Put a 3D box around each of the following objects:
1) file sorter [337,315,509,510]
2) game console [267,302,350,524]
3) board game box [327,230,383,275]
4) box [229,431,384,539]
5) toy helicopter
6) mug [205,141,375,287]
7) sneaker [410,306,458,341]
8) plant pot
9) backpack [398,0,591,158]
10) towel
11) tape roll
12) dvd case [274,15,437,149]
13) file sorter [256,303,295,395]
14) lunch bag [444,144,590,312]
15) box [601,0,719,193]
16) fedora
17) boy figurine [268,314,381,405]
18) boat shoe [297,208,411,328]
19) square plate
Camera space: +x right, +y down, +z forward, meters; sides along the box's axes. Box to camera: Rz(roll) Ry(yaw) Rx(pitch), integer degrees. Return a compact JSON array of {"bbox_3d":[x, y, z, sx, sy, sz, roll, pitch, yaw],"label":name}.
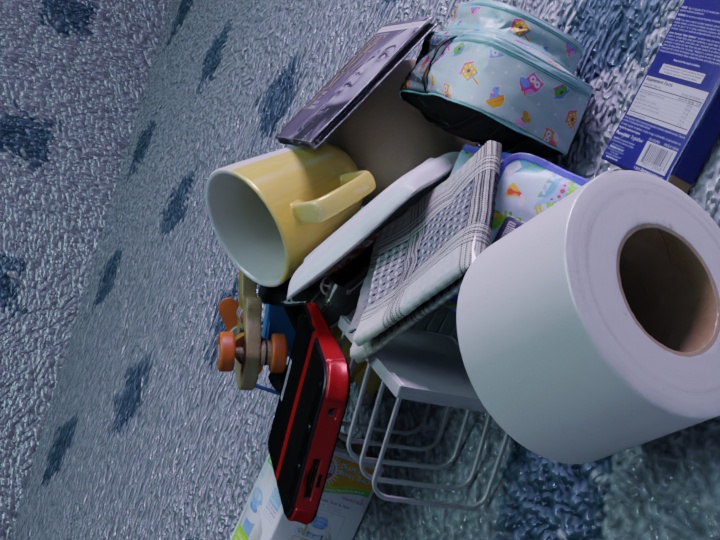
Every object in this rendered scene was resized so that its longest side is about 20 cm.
[{"bbox_3d":[0.054,0.147,1.177,0.200,0.138,0.125,-136,60,-66],"label":"file sorter"},{"bbox_3d":[-0.059,0.158,1.257,0.177,0.031,0.201,-116,38,-63],"label":"game console"},{"bbox_3d":[-0.007,-0.043,1.477,0.095,0.030,0.200,-7,18,20],"label":"board game box"},{"bbox_3d":[-0.070,0.291,1.368,0.201,0.101,0.112,-65,24,3],"label":"box"},{"bbox_3d":[-0.138,0.049,1.393,0.132,0.079,0.201,118,152,-66],"label":"toy helicopter"},{"bbox_3d":[-0.065,-0.072,1.329,0.186,0.153,0.150,32,139,36],"label":"mug"},{"bbox_3d":[0.087,0.049,1.310,0.200,0.073,0.071,-57,14,2],"label":"sneaker"},{"bbox_3d":[0.063,-0.137,1.398,0.200,0.200,0.135,-52,47,30],"label":"plant pot"},{"bbox_3d":[0.157,-0.203,1.236,0.154,0.175,0.200,-61,19,10],"label":"backpack"},{"bbox_3d":[0.060,-0.021,1.122,0.200,0.034,0.193,-40,25,39],"label":"towel"},{"bbox_3d":[0.196,0.039,0.901,0.139,0.202,0.203,-35,39,51],"label":"tape roll"},{"bbox_3d":[-0.009,-0.219,1.318,0.200,0.016,0.149,-46,19,-7],"label":"dvd case"},{"bbox_3d":[-0.084,0.064,1.569,0.123,0.138,0.201,-47,30,46],"label":"file sorter"},{"bbox_3d":[0.153,-0.025,1.164,0.200,0.127,0.171,25,86,55],"label":"lunch bag"},{"bbox_3d":[0.311,-0.177,1.064,0.201,0.032,0.121,-64,23,10],"label":"box"},{"bbox_3d":[-0.027,0.033,1.461,0.201,0.200,0.092,-145,37,-67],"label":"fedora"},{"bbox_3d":[-0.016,0.101,1.362,0.200,0.064,0.125,-38,77,31],"label":"boy figurine"},{"bbox_3d":[0.000,0.000,1.319,0.200,0.057,0.067,-35,25,6],"label":"boat shoe"},{"bbox_3d":[0.016,-0.058,1.255,0.200,0.028,0.198,-39,0,27],"label":"square plate"}]
